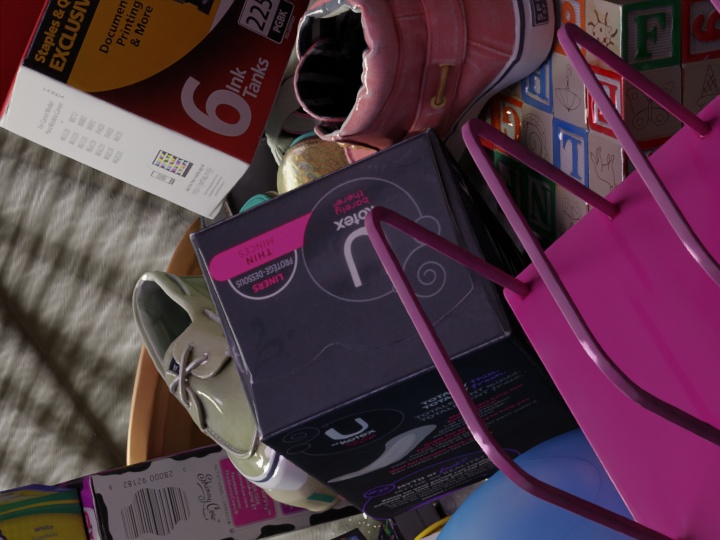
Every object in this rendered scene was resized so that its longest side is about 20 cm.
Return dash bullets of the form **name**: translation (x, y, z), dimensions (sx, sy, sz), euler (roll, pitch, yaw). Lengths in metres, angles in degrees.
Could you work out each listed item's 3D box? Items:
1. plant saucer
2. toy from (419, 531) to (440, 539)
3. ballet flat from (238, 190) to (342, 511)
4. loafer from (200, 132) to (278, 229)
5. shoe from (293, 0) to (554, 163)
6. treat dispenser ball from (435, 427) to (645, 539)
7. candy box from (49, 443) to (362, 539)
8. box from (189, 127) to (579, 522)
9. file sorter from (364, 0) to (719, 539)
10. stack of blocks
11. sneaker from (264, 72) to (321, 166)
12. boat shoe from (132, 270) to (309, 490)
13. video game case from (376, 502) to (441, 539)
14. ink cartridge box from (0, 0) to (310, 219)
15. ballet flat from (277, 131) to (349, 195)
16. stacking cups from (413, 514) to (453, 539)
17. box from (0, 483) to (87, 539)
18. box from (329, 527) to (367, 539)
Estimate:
- **plant saucer**: translation (-0.103, 0.065, 1.432), dimensions (0.200, 0.037, 0.202), euler (11, -90, -81)
- **toy**: translation (0.044, 0.199, 1.078), dimensions (0.047, 0.114, 0.201), euler (46, -149, -41)
- **ballet flat**: translation (-0.035, 0.047, 1.249), dimensions (0.070, 0.069, 0.201), euler (111, 159, -52)
- **loafer**: translation (-0.065, -0.050, 1.363), dimensions (0.200, 0.072, 0.073), euler (52, 141, 45)
- **shoe**: translation (0.007, -0.083, 0.991), dimensions (0.200, 0.090, 0.072), euler (137, 119, -65)
- **treat dispenser ball**: translation (0.114, 0.159, 0.863), dimensions (0.201, 0.199, 0.203), euler (169, 90, -67)
- **candy box**: translation (-0.076, 0.131, 1.300), dimensions (0.136, 0.198, 0.062), euler (157, 100, -69)
- **box**: translation (0.019, 0.032, 1.025), dimensions (0.200, 0.121, 0.107), euler (47, -159, -68)
- **file sorter**: translation (0.121, -0.021, 0.736), dimensions (0.200, 0.125, 0.139), euler (-42, 52, 18)
- **stack of blocks**: translation (0.090, -0.082, 0.991), dimensions (0.200, 0.058, 0.116), euler (-147, 50, -60)
- **sneaker**: translation (0.009, -0.078, 1.163), dimensions (0.087, 0.080, 0.200), euler (67, 157, 18)
- **boat shoe**: translation (-0.075, 0.057, 1.173), dimensions (0.200, 0.062, 0.073), euler (47, 122, 62)
- **video game case**: translation (0.047, 0.266, 1.285), dimensions (0.201, 0.036, 0.182), euler (102, 148, -43)
- **ink cartridge box**: translation (-0.118, -0.159, 1.195), dimensions (0.084, 0.174, 0.201), euler (133, 157, -63)
- **ballet flat**: translation (0.000, 0.000, 1.164), dimensions (0.200, 0.070, 0.071), euler (71, 176, -62)
- **stacking cups**: translation (0.089, 0.221, 1.144), dimensions (0.201, 0.060, 0.061), euler (60, 151, 33)
- **box**: translation (-0.263, 0.161, 1.241), dimensions (0.117, 0.198, 0.049), euler (170, 88, -68)
- **box**: translation (0.035, 0.251, 1.185), dimensions (0.200, 0.037, 0.137), euler (47, 151, 50)
